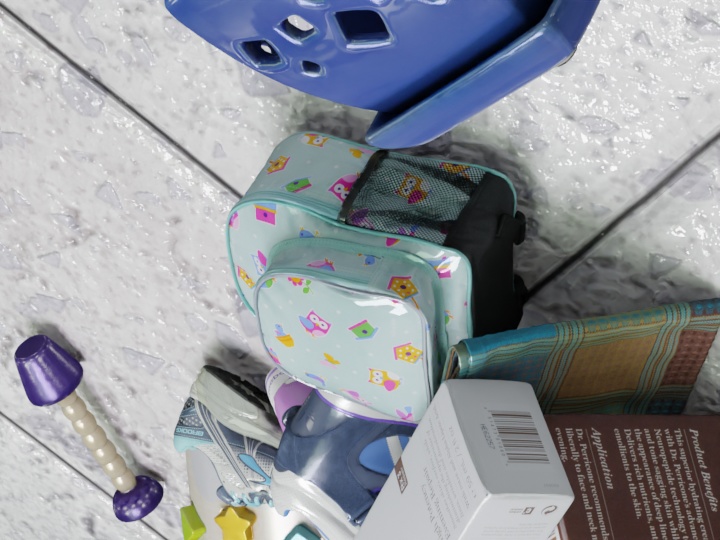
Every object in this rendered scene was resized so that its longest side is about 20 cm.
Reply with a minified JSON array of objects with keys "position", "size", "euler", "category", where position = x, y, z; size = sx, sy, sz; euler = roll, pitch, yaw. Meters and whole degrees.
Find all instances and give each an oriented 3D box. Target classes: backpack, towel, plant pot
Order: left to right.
[{"position":[0.000,0.000,1.445],"size":[0.199,0.154,0.176],"euler":[23,147,24],"category":"backpack"},{"position":[0.038,-0.196,1.171],"size":[0.180,0.201,0.200],"euler":[40,142,-18],"category":"plant pot"},{"position":[0.147,0.080,1.426],"size":[0.199,0.022,0.147],"euler":[-8,144,-15],"category":"towel"}]

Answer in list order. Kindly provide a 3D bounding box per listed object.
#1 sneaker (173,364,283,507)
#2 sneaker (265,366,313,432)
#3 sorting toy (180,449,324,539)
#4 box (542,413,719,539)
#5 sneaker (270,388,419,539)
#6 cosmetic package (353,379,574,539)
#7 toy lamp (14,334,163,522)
[{"position":[-0.070,0.166,1.694],"size":[0.200,0.078,0.087],"euler":[36,100,20],"category":"sneaker"},{"position":[0.006,0.130,1.657],"size":[0.200,0.073,0.114],"euler":[36,-171,-36],"category":"sneaker"},{"position":[-0.091,0.201,1.788],"size":[0.199,0.107,0.181],"euler":[4,114,33],"category":"sorting toy"},{"position":[0.186,0.208,1.450],"size":[0.199,0.167,0.164],"euler":[3,150,-25],"category":"box"},{"position":[0.028,0.152,1.556],"size":[0.199,0.081,0.147],"euler":[14,113,-27],"category":"sneaker"},{"position":[0.063,0.174,1.398],"size":[0.074,0.102,0.200],"euler":[4,135,-25],"category":"cosmetic package"},{"position":[-0.247,0.141,1.846],"size":[0.058,0.058,0.201],"euler":[-2,129,37],"category":"toy lamp"}]
